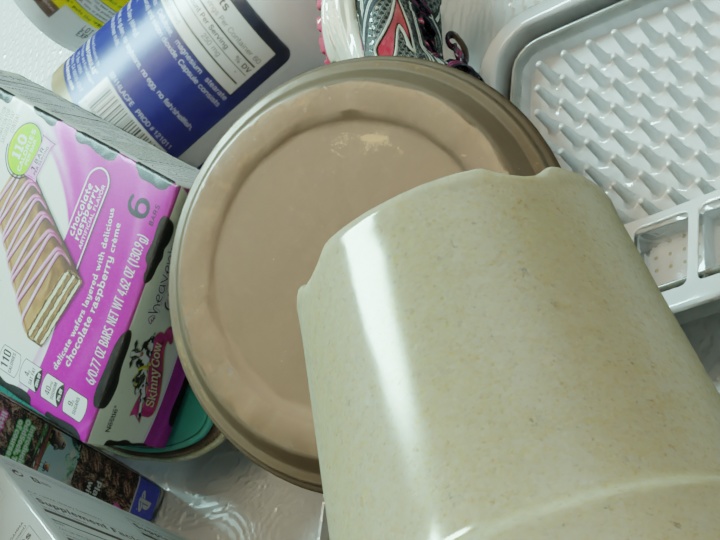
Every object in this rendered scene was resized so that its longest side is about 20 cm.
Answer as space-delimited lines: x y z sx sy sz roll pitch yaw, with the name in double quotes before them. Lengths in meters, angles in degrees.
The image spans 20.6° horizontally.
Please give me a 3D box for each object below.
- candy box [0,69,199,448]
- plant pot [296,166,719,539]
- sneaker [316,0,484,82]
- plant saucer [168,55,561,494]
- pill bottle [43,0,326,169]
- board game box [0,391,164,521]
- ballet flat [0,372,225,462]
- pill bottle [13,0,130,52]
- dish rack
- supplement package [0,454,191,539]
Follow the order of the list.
"candy box" -0.160 -0.012 1.016 0.199 0.061 0.137 27 101 38
"plant pot" 0.060 0.071 0.741 0.200 0.200 0.185 -32 59 24
"sneaker" 0.026 -0.094 0.967 0.074 0.081 0.201 -16 55 30
"plant saucer" 0.000 0.000 0.883 0.198 0.029 0.202 -3 81 20
"pill bottle" -0.069 -0.122 1.089 0.200 0.116 0.116 -39 43 16
"board game box" -0.218 0.141 0.985 0.096 0.200 0.161 0 63 41
"ballet flat" -0.129 0.066 1.057 0.199 0.062 0.068 1 85 38
"pill bottle" -0.125 -0.229 1.219 0.199 0.109 0.110 -35 44 21
"dish rack" 0.131 -0.053 0.907 0.171 0.043 0.201 -21 51 34
"supplement package" -0.146 0.212 0.896 0.201 0.155 0.111 -56 42 3
